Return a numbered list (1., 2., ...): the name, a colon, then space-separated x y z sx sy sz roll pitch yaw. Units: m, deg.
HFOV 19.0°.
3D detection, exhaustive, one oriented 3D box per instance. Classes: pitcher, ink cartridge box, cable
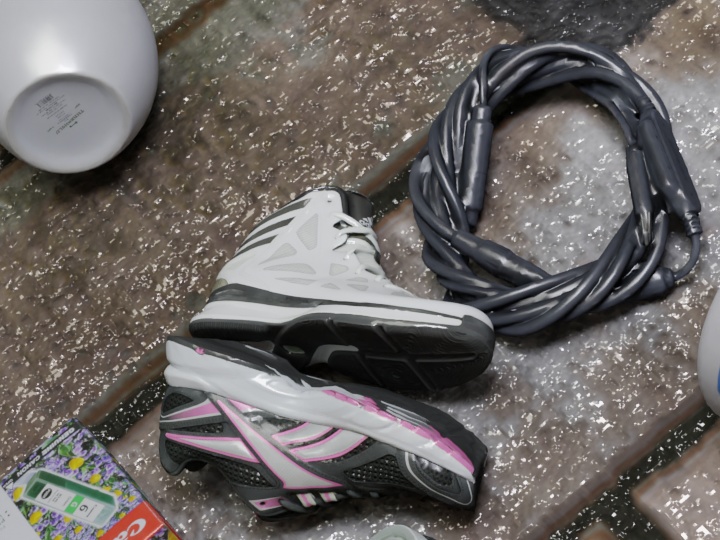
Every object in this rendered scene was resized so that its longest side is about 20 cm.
1. pitcher: -0.214 -0.141 1.422 0.171 0.121 0.200 -39 36 21
2. ink cartridge box: -0.148 0.171 1.175 0.109 0.050 0.200 -41 36 -7
3. cable: 0.107 -0.051 1.254 0.163 0.051 0.201 -26 55 11

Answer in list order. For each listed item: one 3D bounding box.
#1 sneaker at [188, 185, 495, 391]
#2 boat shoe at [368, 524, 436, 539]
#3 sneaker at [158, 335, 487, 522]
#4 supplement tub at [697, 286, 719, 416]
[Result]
1. sneaker: 0.000 0.000 1.234 0.200 0.076 0.116 4 59 35
2. boat shoe: 0.039 0.220 1.044 0.075 0.060 0.201 -29 48 39
3. sneaker: -0.024 0.103 1.193 0.199 0.080 0.087 18 97 24
4. supplement tub: 0.275 0.061 1.041 0.132 0.132 0.200 -46 53 -12
